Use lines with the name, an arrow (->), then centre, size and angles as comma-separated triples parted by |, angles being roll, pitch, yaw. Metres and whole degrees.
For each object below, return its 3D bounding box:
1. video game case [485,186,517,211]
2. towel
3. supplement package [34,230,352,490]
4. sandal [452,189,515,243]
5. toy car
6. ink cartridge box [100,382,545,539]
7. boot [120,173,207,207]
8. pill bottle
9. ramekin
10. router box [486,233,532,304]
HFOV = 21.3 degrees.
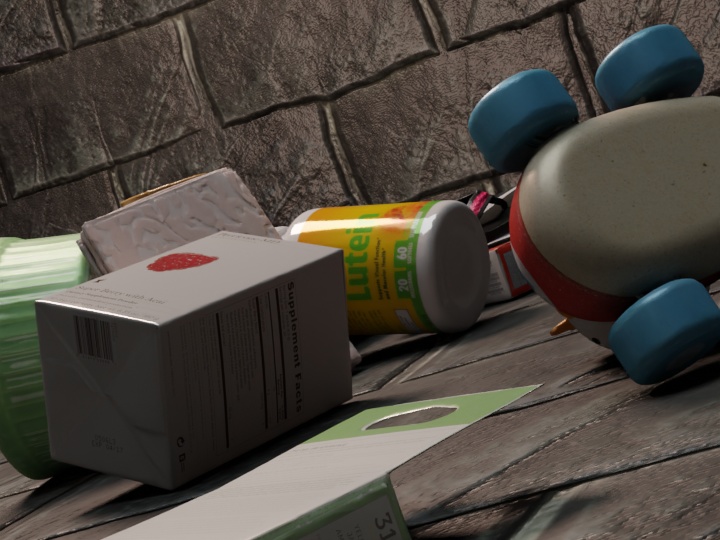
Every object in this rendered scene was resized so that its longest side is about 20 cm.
video game case -> 0.215, -0.063, 1.936 | 0.182, 0.022, 0.200 | -3, -7, -13
towel -> -0.112, 0.023, 1.531 | 0.191, 0.200, 0.032 | -26, -11, -49
supplement package -> -0.113, 0.057, 1.352 | 0.121, 0.120, 0.200 | 8, 20, 36
sandal -> 0.086, -0.038, 1.755 | 0.200, 0.045, 0.075 | -30, 10, -26
toy car -> 0.154, -0.004, 1.136 | 0.177, 0.185, 0.200 | -21, -25, -25
ink cartridge box -> -0.023, 0.112, 0.867 | 0.200, 0.048, 0.145 | -21, 4, -36
boot -> -0.213, 0.017, 2.037 | 0.175, 0.200, 0.066 | -19, 4, -3
pill bottle -> 0.000, 0.000, 1.637 | 0.200, 0.111, 0.111 | -3, 12, 31
ramekin -> -0.231, 0.063, 1.547 | 0.097, 0.200, 0.200 | -11, 5, 12
router box -> 0.131, -0.007, 1.840 | 0.179, 0.049, 0.200 | -22, 5, -40
